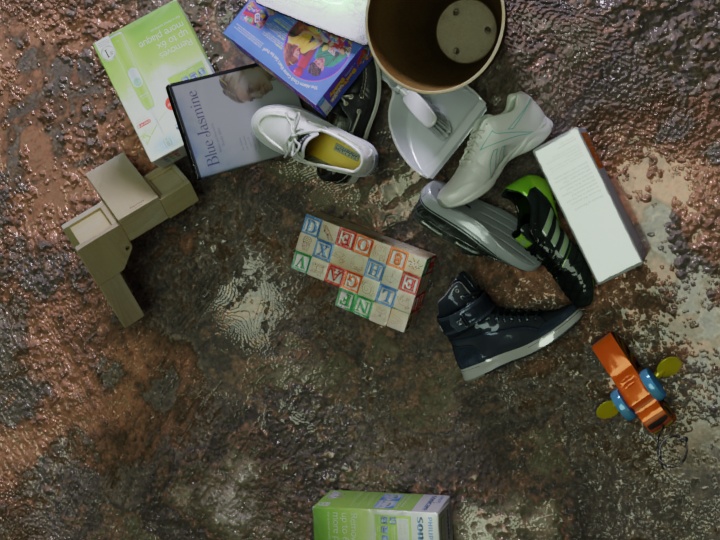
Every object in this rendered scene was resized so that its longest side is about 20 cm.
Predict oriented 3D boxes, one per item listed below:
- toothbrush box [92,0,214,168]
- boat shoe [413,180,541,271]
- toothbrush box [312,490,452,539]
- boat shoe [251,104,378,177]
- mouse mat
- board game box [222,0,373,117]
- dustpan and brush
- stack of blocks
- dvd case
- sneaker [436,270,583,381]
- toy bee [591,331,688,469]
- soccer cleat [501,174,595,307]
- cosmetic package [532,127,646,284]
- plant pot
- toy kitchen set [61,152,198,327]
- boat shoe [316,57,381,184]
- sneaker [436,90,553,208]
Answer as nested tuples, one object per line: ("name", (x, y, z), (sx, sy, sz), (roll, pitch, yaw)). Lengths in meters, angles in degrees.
("toothbrush box", (-0.292, -0.281, 1.662), (0.144, 0.086, 0.202), (-26, 89, 0))
("boat shoe", (0.168, -0.055, 1.570), (0.199, 0.072, 0.071), (33, 137, 2))
("toothbrush box", (0.036, 0.419, 1.653), (0.197, 0.086, 0.148), (0, 97, 17))
("boat shoe", (-0.077, -0.181, 1.549), (0.200, 0.086, 0.075), (26, 103, 15))
("mouse mat", (-0.035, -0.412, 1.570), (0.198, 0.008, 0.162), (24, 69, 18))
("board game box", (-0.085, -0.336, 1.587), (0.200, 0.045, 0.135), (40, 90, 22))
("dustpan and brush", (0.074, -0.246, 1.575), (0.140, 0.057, 0.200), (-51, 51, 16))
("stack of blocks", (0.000, 0.000, 1.633), (0.198, 0.058, 0.117), (21, 103, 15))
("dvd case", (-0.175, -0.227, 1.614), (0.017, 0.198, 0.145), (-15, 93, 64))
("sneaker", (0.204, 0.055, 1.562), (0.201, 0.077, 0.148), (-27, 91, 21))
("toy bee", (0.390, 0.186, 1.516), (0.130, 0.108, 0.203), (-18, 66, 28))
("soccer cleat", (0.259, -0.036, 1.522), (0.202, 0.080, 0.067), (66, 152, 8))
("cosmetic package", (0.315, -0.091, 1.494), (0.071, 0.101, 0.202), (-26, 89, 19))
("plant pot", (0.121, -0.331, 1.476), (0.184, 0.200, 0.189), (2, 98, 17))
("toy kitchen set", (-0.357, -0.064, 1.750), (0.199, 0.182, 0.163), (-32, 43, -12))
("boat shoe", (-0.022, -0.227, 1.602), (0.074, 0.060, 0.203), (27, 110, 45))
("sneaker", (0.172, -0.167, 1.514), (0.200, 0.070, 0.080), (-43, 113, -8))
